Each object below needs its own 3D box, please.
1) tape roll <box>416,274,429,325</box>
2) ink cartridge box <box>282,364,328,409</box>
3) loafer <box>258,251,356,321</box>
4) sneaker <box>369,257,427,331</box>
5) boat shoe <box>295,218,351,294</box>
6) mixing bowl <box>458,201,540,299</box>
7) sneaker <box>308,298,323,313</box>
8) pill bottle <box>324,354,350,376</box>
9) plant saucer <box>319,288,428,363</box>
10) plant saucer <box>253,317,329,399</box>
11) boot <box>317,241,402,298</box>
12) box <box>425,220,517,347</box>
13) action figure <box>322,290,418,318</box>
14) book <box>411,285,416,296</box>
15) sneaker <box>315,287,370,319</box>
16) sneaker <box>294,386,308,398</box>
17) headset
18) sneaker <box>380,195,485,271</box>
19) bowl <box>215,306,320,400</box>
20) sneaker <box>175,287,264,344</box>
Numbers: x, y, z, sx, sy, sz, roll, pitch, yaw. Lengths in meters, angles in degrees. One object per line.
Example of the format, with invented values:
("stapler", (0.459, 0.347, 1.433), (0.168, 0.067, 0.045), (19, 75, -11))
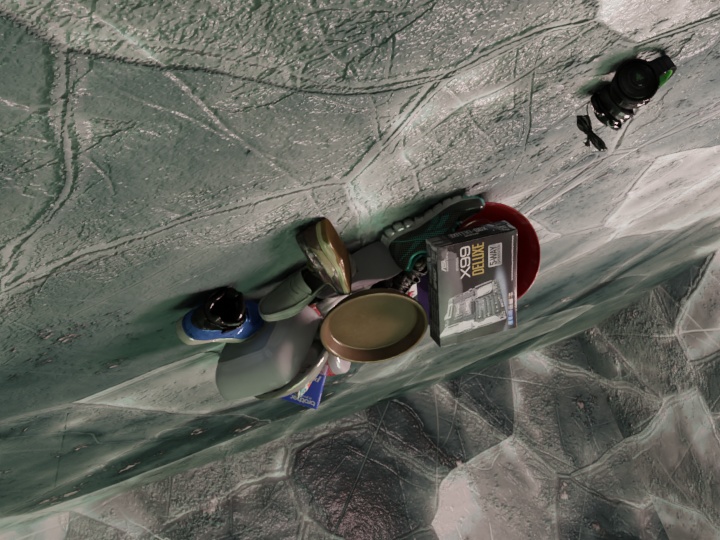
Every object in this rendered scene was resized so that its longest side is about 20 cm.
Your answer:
("tape roll", (0.212, 0.035, 1.812), (0.198, 0.200, 0.086), (-18, 126, -15))
("ink cartridge box", (-0.175, 0.223, 1.926), (0.044, 0.198, 0.095), (-68, 173, -62))
("loafer", (-0.102, 0.023, 1.606), (0.199, 0.070, 0.070), (-33, 155, 3))
("sneaker", (0.072, 0.022, 1.702), (0.114, 0.076, 0.200), (-48, -170, 43))
("boat shoe", (-0.059, -0.020, 1.497), (0.064, 0.074, 0.201), (-8, 147, 9))
("mixing bowl", (0.233, -0.037, 1.695), (0.198, 0.202, 0.108), (-23, -168, 4))
("sneaker", (-0.119, 0.117, 1.852), (0.073, 0.088, 0.200), (-11, 161, -39))
("pill bottle", (-0.129, 0.187, 1.989), (0.198, 0.114, 0.112), (-11, 168, 16))
("plant saucer", (0.023, 0.097, 1.614), (0.198, 0.030, 0.201), (-6, 138, -5))
("plant saucer", (-0.125, 0.179, 1.711), (0.199, 0.201, 0.050), (-29, 119, 18))
("boot", (0.000, 0.000, 1.687), (0.198, 0.074, 0.096), (-18, 175, 3))
("box", (0.199, 0.024, 1.589), (0.156, 0.202, 0.050), (-12, -152, -17))
("action figure", (0.027, 0.091, 1.887), (0.199, 0.134, 0.149), (-34, 121, 2))
("book", (0.039, 0.062, 1.973), (0.199, 0.048, 0.133), (-34, 157, 33))
("sneaker", (-0.005, 0.070, 1.804), (0.199, 0.089, 0.075), (-28, 177, -44))
("sneaker", (-0.190, 0.196, 1.841), (0.071, 0.198, 0.094), (108, 7, -56))
("headset", (0.397, -0.248, 1.333), (0.199, 0.094, 0.124), (-28, 168, -27))
("sneaker", (0.138, -0.064, 1.595), (0.199, 0.092, 0.077), (-27, 165, 15))
("bowl", (-0.187, 0.143, 1.710), (0.198, 0.075, 0.201), (-18, -146, 32))
("sneaker", (-0.222, 0.078, 1.594), (0.111, 0.077, 0.199), (-32, 162, 38))
